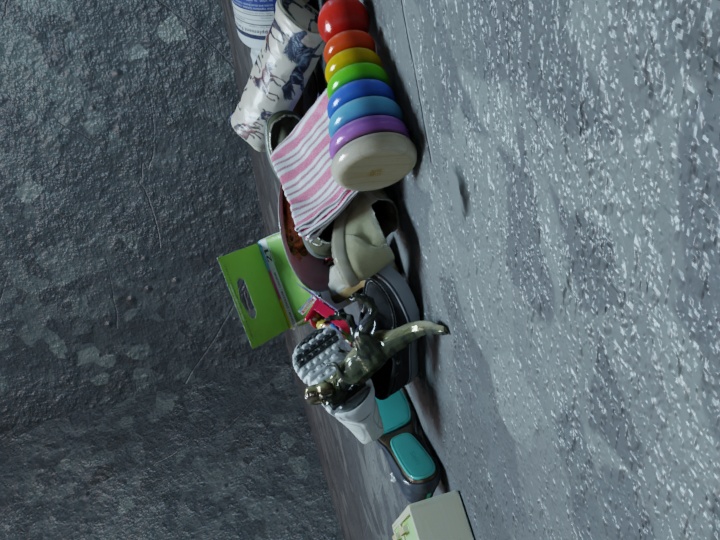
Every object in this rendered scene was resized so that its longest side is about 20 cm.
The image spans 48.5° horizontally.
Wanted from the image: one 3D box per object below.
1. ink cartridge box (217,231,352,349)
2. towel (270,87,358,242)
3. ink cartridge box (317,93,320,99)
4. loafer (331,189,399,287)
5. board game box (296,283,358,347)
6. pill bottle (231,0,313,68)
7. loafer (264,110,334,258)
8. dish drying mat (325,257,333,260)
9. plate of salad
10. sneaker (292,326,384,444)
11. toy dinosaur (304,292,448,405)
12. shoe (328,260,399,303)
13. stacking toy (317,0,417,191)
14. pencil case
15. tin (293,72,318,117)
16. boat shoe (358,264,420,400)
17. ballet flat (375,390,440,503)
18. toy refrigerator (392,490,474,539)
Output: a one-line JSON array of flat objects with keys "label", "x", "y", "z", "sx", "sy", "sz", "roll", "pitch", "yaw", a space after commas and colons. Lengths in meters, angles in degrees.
[{"label": "ink cartridge box", "x": -0.106, "y": 0.015, "z": 1.209, "sx": 0.199, "sy": 0.075, "sz": 0.150, "roll": -28, "pitch": -82, "yaw": -57}, {"label": "towel", "x": -0.040, "y": -0.138, "z": 0.904, "sx": 0.030, "sy": 0.146, "sz": 0.201, "roll": 31, "pitch": -159, "yaw": -35}, {"label": "ink cartridge box", "x": -0.019, "y": -0.122, "z": 1.056, "sx": 0.120, "sy": 0.041, "sz": 0.203, "roll": 103, "pitch": 150, "yaw": -73}, {"label": "loafer", "x": 0.008, "y": -0.069, "z": 0.899, "sx": 0.076, "sy": 0.067, "sz": 0.202, "roll": 64, "pitch": -160, "yaw": -50}, {"label": "board game box", "x": -0.028, "y": 0.082, "z": 1.105, "sx": 0.157, "sy": 0.039, "sz": 0.200, "roll": 36, "pitch": 176, "yaw": -11}, {"label": "pill bottle", "x": -0.120, "y": -0.372, "z": 1.089, "sx": 0.112, "sy": 0.109, "sz": 0.202, "roll": -114, "pitch": 14, "yaw": -46}, {"label": "loafer", "x": -0.065, "y": -0.116, "z": 1.037, "sx": 0.202, "sy": 0.074, "sz": 0.070, "roll": 67, "pitch": 167, "yaw": -3}, {"label": "dish drying mat", "x": -0.050, "y": -0.111, "z": 1.120, "sx": 0.018, "sy": 0.076, "sz": 0.203, "roll": -27, "pitch": 75, "yaw": 42}, {"label": "plate of salad", "x": -0.061, "y": -0.070, "z": 1.178, "sx": 0.200, "sy": 0.047, "sz": 0.203, "roll": 28, "pitch": -122, "yaw": -60}, {"label": "sneaker", "x": -0.028, "y": 0.141, "z": 0.992, "sx": 0.082, "sy": 0.075, "sz": 0.200, "roll": 59, "pitch": 176, "yaw": -32}, {"label": "toy dinosaur", "x": 0.005, "y": 0.074, "z": 0.868, "sx": 0.199, "sy": 0.047, "sz": 0.089, "roll": -36, "pitch": 77, "yaw": 33}, {"label": "shoe", "x": 0.000, "y": 0.000, "z": 1.027, "sx": 0.054, "sy": 0.069, "sz": 0.200, "roll": 67, "pitch": 161, "yaw": 2}, {"label": "stacking toy", "x": -0.006, "y": -0.184, "z": 0.790, "sx": 0.086, "sy": 0.084, "sz": 0.203, "roll": 100, "pitch": 159, "yaw": -67}, {"label": "pencil case", "x": -0.109, "y": -0.261, "z": 1.058, "sx": 0.201, "sy": 0.077, "sz": 0.090, "roll": -59, "pitch": 40, "yaw": 35}, {"label": "tin", "x": -0.088, "y": -0.216, "z": 1.219, "sx": 0.113, "sy": 0.041, "sz": 0.202, "roll": -71, "pitch": -18, "yaw": -46}, {"label": "boat shoe", "x": 0.024, "y": 0.078, "z": 0.932, "sx": 0.070, "sy": 0.066, "sz": 0.202, "roll": 31, "pitch": 147, "yaw": 29}, {"label": "ballet flat", "x": 0.051, "y": 0.229, "z": 1.053, "sx": 0.201, "sy": 0.072, "sz": 0.074, "roll": -120, "pitch": 19, "yaw": -54}, {"label": "toy refrigerator", "x": 0.085, "y": 0.334, "z": 0.992, "sx": 0.201, "sy": 0.069, "sz": 0.077, "roll": 98, "pitch": 156, "yaw": -66}]
